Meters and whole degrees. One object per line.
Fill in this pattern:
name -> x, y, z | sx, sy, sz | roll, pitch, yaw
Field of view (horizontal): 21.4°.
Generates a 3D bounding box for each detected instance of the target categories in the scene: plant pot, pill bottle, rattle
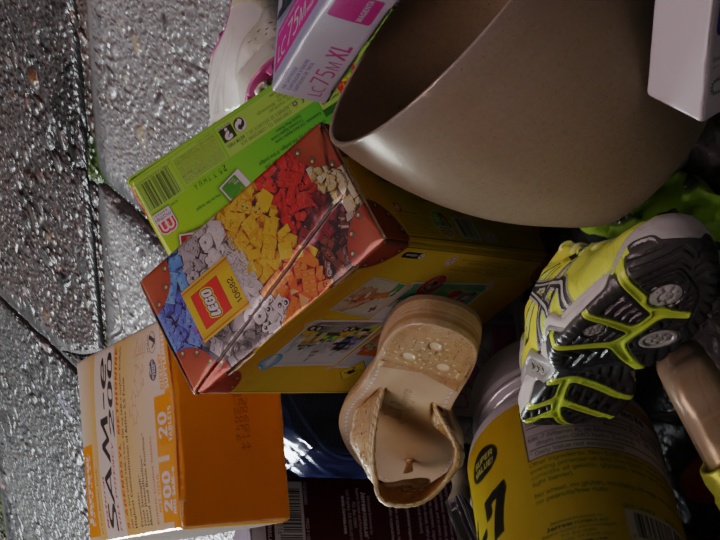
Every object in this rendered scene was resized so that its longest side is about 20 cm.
plant pot -> 0.098, -0.099, 0.958 | 0.134, 0.201, 0.200 | 39, 152, -16
pill bottle -> 0.119, 0.135, 1.058 | 0.201, 0.113, 0.115 | -96, 6, -52
rattle -> 0.229, 0.076, 1.012 | 0.130, 0.143, 0.200 | 46, -178, 18

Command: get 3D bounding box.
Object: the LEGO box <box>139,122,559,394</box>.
LEGO box -> 0.000, 0.000, 1.080 | 0.149, 0.199, 0.078 | -39, 67, 26

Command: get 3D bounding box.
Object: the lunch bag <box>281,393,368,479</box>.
lunch bag -> -0.039, 0.051, 1.289 | 0.201, 0.135, 0.132 | 60, 148, 13

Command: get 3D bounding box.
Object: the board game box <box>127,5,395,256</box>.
board game box -> -0.033, -0.064, 1.166 | 0.199, 0.048, 0.102 | -32, 85, 15

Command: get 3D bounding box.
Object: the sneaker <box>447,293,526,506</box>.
sneaker -> 0.065, 0.068, 1.194 | 0.081, 0.088, 0.202 | -22, 93, 58

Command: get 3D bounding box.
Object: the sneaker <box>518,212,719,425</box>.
sneaker -> 0.117, 0.013, 0.952 | 0.200, 0.075, 0.077 | 122, 145, -62

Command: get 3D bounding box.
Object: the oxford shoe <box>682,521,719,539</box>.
oxford shoe -> 0.215, 0.178, 1.096 | 0.200, 0.070, 0.075 | 46, 115, 33

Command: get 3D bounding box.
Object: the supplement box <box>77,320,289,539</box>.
supplement box -> -0.116, 0.104, 1.202 | 0.200, 0.073, 0.127 | 154, 112, -64

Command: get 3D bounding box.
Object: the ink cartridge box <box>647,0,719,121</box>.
ink cartridge box -> 0.178, -0.174, 0.843 | 0.039, 0.099, 0.202 | 33, 136, 36

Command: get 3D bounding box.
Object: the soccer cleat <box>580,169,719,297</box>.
soccer cleat -> 0.191, -0.007, 0.982 | 0.199, 0.067, 0.082 | 9, 133, 53

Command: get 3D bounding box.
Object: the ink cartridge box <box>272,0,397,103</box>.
ink cartridge box -> -0.010, -0.208, 1.049 | 0.119, 0.042, 0.202 | 131, 148, -59

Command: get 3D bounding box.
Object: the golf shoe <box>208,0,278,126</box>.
golf shoe -> -0.072, -0.109, 1.300 | 0.092, 0.075, 0.201 | 65, 150, 28

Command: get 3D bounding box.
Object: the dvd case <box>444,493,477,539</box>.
dvd case -> 0.109, 0.245, 1.123 | 0.149, 0.016, 0.201 | 57, -170, -50

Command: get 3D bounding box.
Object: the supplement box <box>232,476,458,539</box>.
supplement box -> 0.017, 0.190, 1.250 | 0.109, 0.198, 0.061 | 106, 163, -48

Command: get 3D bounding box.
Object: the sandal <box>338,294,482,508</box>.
sandal -> 0.023, 0.099, 1.087 | 0.077, 0.070, 0.212 | 13, 146, 1
